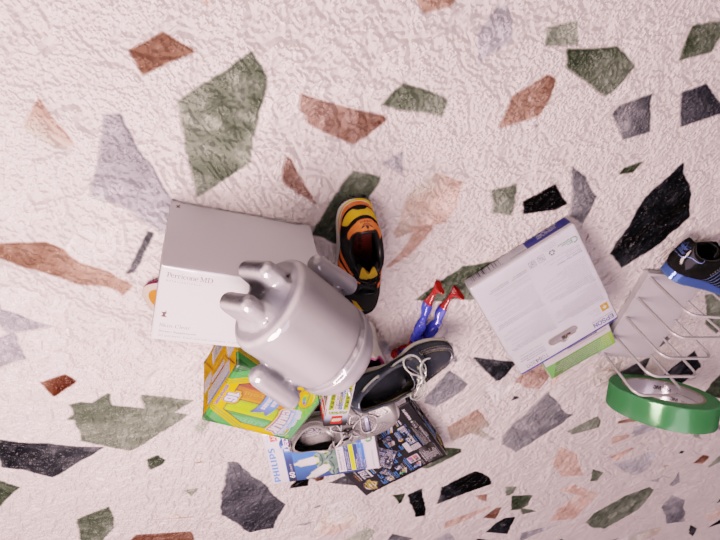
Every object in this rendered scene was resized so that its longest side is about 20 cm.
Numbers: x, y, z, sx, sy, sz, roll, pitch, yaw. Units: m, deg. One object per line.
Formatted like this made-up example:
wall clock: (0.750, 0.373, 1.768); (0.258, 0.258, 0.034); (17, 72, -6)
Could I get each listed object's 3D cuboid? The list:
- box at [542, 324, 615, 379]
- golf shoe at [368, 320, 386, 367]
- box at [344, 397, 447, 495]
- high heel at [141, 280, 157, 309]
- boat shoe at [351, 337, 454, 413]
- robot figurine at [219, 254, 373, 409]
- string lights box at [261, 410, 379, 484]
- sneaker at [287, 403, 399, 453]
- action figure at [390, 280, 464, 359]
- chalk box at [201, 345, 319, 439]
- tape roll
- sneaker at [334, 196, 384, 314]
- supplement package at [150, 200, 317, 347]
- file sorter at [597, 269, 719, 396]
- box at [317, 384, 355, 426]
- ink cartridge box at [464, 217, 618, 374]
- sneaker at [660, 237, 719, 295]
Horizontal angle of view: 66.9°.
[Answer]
box: (0.382, 0.105, 1.014); (0.143, 0.037, 0.201); (-31, 125, 8)
golf shoe: (0.017, 0.179, 0.932); (0.074, 0.092, 0.202); (-22, 129, 0)
box: (0.046, 0.344, 1.082); (0.196, 0.050, 0.201); (-29, 125, 9)
high heel: (-0.214, 0.041, 0.809); (0.196, 0.096, 0.069); (9, 112, 3)
boat shoe: (0.069, 0.164, 0.849); (0.197, 0.062, 0.076); (-16, 108, -21)
robot figurine: (-0.062, 0.067, 0.619); (0.200, 0.112, 0.171); (41, 70, -33)
string lights box: (-0.069, 0.311, 0.984); (0.196, 0.059, 0.105); (-10, 103, 2)
sneaker: (-0.028, 0.266, 0.900); (0.196, 0.082, 0.076); (-18, 103, 5)
action figure: (0.109, 0.127, 0.920); (0.064, 0.100, 0.202); (15, 122, -23)
chalk box: (-0.135, 0.173, 0.865); (0.197, 0.125, 0.126); (22, 117, -27)
tape roll: (0.594, 0.258, 1.077); (0.196, 0.200, 0.049); (3, 97, -17)
sneaker: (0.000, 0.000, 0.799); (0.068, 0.091, 0.203); (-9, 126, -8)
supplement package: (-0.161, 0.008, 0.720); (0.196, 0.157, 0.112); (8, 122, -20)
file sorter: (0.574, 0.121, 1.021); (0.136, 0.125, 0.203); (4, 123, -18)
box: (-0.047, 0.109, 0.796); (0.034, 0.201, 0.112); (1, 126, -15)
ink cartridge box: (0.305, 0.047, 0.919); (0.194, 0.043, 0.201); (-32, 112, 8)
sneaker: (0.641, -0.008, 0.982); (0.196, 0.071, 0.079); (8, 128, -20)
